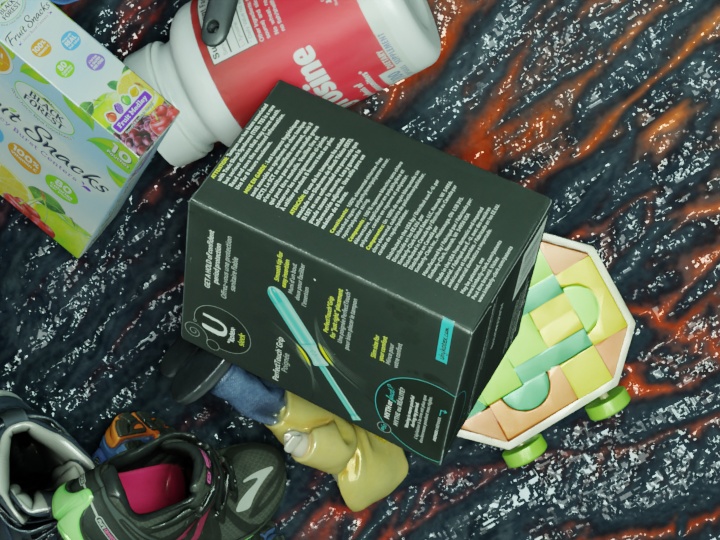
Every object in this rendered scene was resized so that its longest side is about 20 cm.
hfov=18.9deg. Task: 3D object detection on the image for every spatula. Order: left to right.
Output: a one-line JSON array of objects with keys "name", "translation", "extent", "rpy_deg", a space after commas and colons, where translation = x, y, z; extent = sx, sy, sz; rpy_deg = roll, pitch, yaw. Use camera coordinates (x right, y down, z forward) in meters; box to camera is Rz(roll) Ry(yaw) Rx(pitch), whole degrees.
[{"name": "spatula", "translation": [-0.073, -0.236, 1.442], "extent": [0.056, 0.021, 0.201], "rpy_deg": [6, 64, 23]}]

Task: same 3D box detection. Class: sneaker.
[{"name": "sneaker", "translation": [-0.223, 0.190, 1.553], "extent": [0.077, 0.146, 0.203], "rpy_deg": [-24, 102, -20]}, {"name": "sneaker", "translation": [-0.117, 0.153, 1.493], "extent": [0.084, 0.200, 0.077], "rpy_deg": [-40, 70, 38]}, {"name": "sneaker", "translation": [-0.124, 0.194, 1.591], "extent": [0.200, 0.075, 0.078], "rpy_deg": [47, 119, 1]}]

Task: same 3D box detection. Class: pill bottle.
[{"name": "pill bottle", "translation": [-0.056, -0.150, 1.466], "extent": [0.199, 0.112, 0.113], "rpy_deg": [-25, 99, 14]}]

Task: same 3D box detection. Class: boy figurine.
[{"name": "boy figurine", "translation": [-0.049, 0.102, 1.531], "extent": [0.064, 0.124, 0.200], "rpy_deg": [-47, 125, 9]}]

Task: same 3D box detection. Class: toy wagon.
[{"name": "toy wagon", "translation": [0.092, 0.061, 1.516], "extent": [0.200, 0.040, 0.156], "rpy_deg": [-30, 97, -2]}]

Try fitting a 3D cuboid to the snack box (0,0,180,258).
[{"name": "snack box", "translation": [-0.212, -0.100, 1.467], "extent": [0.142, 0.200, 0.053], "rpy_deg": [39, 63, -3]}]

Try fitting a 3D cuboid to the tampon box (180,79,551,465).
[{"name": "tampon box", "translation": [0.000, 0.000, 1.406], "extent": [0.199, 0.126, 0.150], "rpy_deg": [26, 143, 12]}]

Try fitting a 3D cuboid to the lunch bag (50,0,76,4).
[{"name": "lunch bag", "translation": [-0.222, -0.290, 1.443], "extent": [0.200, 0.136, 0.132], "rpy_deg": [40, 105, -1]}]
